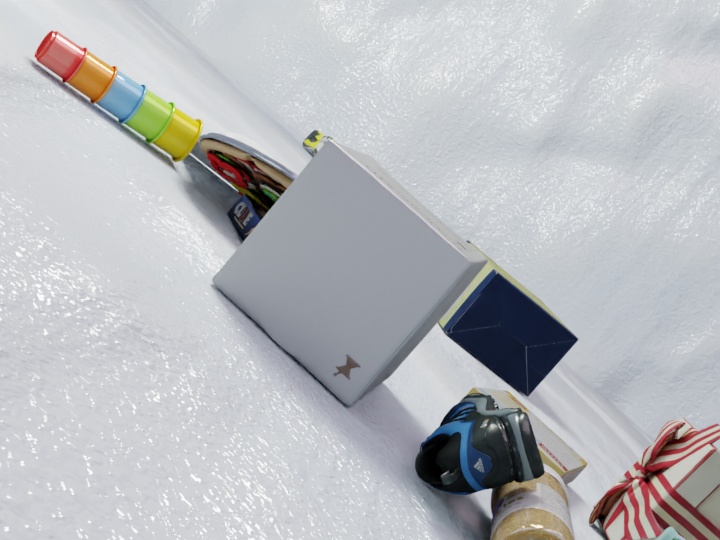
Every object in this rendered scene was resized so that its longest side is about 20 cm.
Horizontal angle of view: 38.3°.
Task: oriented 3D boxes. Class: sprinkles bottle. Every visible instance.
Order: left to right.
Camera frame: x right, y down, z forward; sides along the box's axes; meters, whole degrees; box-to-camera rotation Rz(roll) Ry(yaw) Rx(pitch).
[{"bbox_3d":[0.136,0.206,0.822,0.068,0.068,0.200,41,7,4],"label":"sprinkles bottle"}]

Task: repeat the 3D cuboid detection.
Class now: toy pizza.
[{"bbox_3d":[-0.106,-0.092,1.203,0.200,0.032,0.200,31,-10,6],"label":"toy pizza"}]

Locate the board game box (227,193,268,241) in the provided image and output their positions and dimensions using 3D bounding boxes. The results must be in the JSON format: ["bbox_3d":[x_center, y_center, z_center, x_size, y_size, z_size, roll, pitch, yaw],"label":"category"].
[{"bbox_3d":[-0.055,0.000,1.197,0.200,0.035,0.136,36,8,-31],"label":"board game box"}]

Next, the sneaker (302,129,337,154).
[{"bbox_3d":[-0.080,-0.309,2.713,0.085,0.075,0.200,36,9,-33],"label":"sneaker"}]

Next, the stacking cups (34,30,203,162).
[{"bbox_3d":[-0.276,-0.197,1.184,0.200,0.061,0.061,31,11,-33],"label":"stacking cups"}]

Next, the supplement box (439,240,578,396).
[{"bbox_3d":[0.237,0.079,1.808,0.200,0.134,0.200,38,8,-18],"label":"supplement box"}]

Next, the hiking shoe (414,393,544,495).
[{"bbox_3d":[0.082,0.146,0.876,0.200,0.086,0.075,132,-56,-78],"label":"hiking shoe"}]

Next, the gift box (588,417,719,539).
[{"bbox_3d":[0.391,0.285,1.200,0.187,0.185,0.200,43,1,2],"label":"gift box"}]

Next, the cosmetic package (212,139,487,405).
[{"bbox_3d":[0.000,0.000,0.968,0.167,0.166,0.200,42,9,7],"label":"cosmetic package"}]

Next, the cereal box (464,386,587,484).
[{"bbox_3d":[0.201,0.204,1.268,0.144,0.040,0.200,43,8,20],"label":"cereal box"}]

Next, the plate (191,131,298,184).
[{"bbox_3d":[-0.123,-0.118,1.320,0.200,0.032,0.199,36,-10,-23],"label":"plate"}]

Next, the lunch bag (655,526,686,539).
[{"bbox_3d":[0.242,0.279,0.737,0.170,0.122,0.200,43,13,24],"label":"lunch bag"}]
